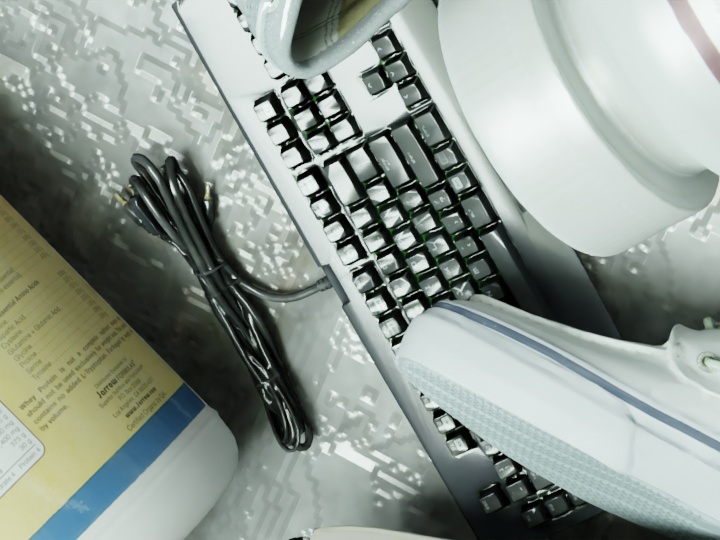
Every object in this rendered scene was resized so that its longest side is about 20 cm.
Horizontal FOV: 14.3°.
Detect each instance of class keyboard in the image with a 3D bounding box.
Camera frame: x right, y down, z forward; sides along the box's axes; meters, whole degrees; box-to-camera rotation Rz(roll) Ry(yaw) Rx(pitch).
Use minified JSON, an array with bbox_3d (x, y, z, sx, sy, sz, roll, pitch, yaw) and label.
[{"bbox_3d":[0.000,0.000,0.876,0.127,0.021,0.200,-26,99,26],"label":"keyboard"}]

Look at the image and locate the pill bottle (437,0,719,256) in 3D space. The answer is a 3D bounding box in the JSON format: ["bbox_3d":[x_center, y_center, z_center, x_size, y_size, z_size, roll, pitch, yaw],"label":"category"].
[{"bbox_3d":[0.125,-0.088,0.744,0.200,0.110,0.110,-30,98,28],"label":"pill bottle"}]

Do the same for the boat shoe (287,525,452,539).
[{"bbox_3d":[0.070,0.126,0.858,0.199,0.075,0.093,10,157,25],"label":"boat shoe"}]

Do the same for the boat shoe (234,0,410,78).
[{"bbox_3d":[0.039,-0.132,0.705,0.202,0.074,0.065,-41,49,18],"label":"boat shoe"}]

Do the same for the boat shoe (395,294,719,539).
[{"bbox_3d":[0.110,0.047,0.833,0.200,0.074,0.067,27,78,-1],"label":"boat shoe"}]

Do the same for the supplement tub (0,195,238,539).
[{"bbox_3d":[-0.152,0.036,0.874,0.200,0.145,0.145,45,118,-1],"label":"supplement tub"}]
